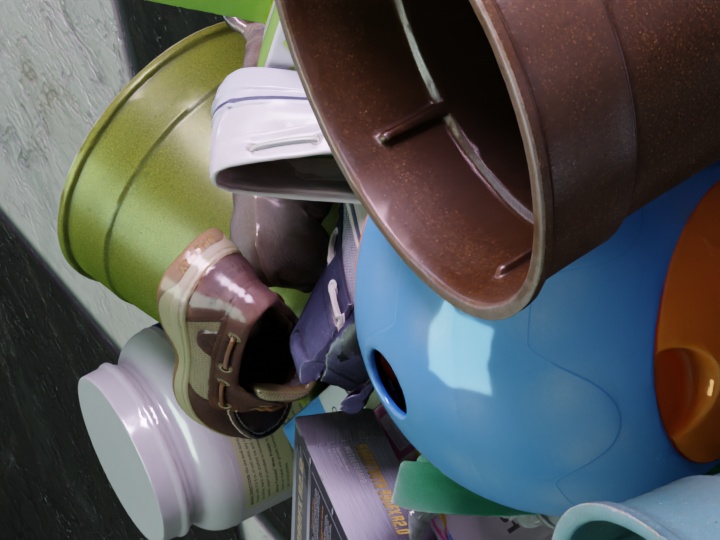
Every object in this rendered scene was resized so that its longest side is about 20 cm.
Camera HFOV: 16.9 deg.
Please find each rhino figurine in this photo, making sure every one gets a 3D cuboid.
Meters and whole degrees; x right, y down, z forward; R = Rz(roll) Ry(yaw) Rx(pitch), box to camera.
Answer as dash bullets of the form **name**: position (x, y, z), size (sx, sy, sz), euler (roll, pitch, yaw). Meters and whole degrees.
- **rhino figurine**: position (-0.041, -0.078, 1.367), size (0.087, 0.060, 0.201), euler (20, -117, -57)

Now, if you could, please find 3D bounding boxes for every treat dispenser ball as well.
- **treat dispenser ball**: position (0.096, 0.009, 1.089), size (0.201, 0.200, 0.201), euler (52, 157, 32)

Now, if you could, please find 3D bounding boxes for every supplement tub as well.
- **supplement tub**: position (-0.074, 0.086, 1.630), size (0.145, 0.199, 0.145), euler (52, 157, 33)

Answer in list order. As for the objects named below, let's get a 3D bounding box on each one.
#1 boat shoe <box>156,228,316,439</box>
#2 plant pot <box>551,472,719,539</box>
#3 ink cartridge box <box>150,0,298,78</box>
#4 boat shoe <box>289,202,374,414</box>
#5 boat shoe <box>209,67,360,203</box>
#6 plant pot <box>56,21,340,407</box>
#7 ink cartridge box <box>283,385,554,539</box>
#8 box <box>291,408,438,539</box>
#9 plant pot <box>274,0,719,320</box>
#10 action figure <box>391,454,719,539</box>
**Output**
- **boat shoe**: position (-0.057, 0.051, 1.334), size (0.072, 0.072, 0.200), euler (33, 158, 21)
- **plant pot**: position (0.209, 0.141, 0.955), size (0.200, 0.195, 0.201), euler (51, 156, 34)
- **ink cartridge box**: position (-0.040, -0.139, 1.243), size (0.148, 0.199, 0.076), euler (113, 167, -57)
- **boat shoe**: position (0.000, 0.000, 1.298), size (0.075, 0.093, 0.200), euler (37, -163, -13)
- **boat shoe**: position (0.020, -0.055, 1.226), size (0.074, 0.199, 0.067), euler (78, -162, -56)
- **plant pot**: position (-0.048, -0.019, 1.491), size (0.193, 0.200, 0.201), euler (40, 152, 25)
- **ink cartridge box**: position (0.063, 0.095, 1.359), size (0.200, 0.084, 0.145), euler (-42, 74, 47)
- **box**: position (0.001, 0.201, 1.320), size (0.159, 0.048, 0.201), euler (-119, 28, -59)
- **plant pot**: position (0.095, -0.112, 0.945), size (0.200, 0.198, 0.201), euler (51, 156, 33)
- **action figure**: position (0.125, 0.112, 1.200), size (0.118, 0.199, 0.055), euler (-45, -48, -70)
